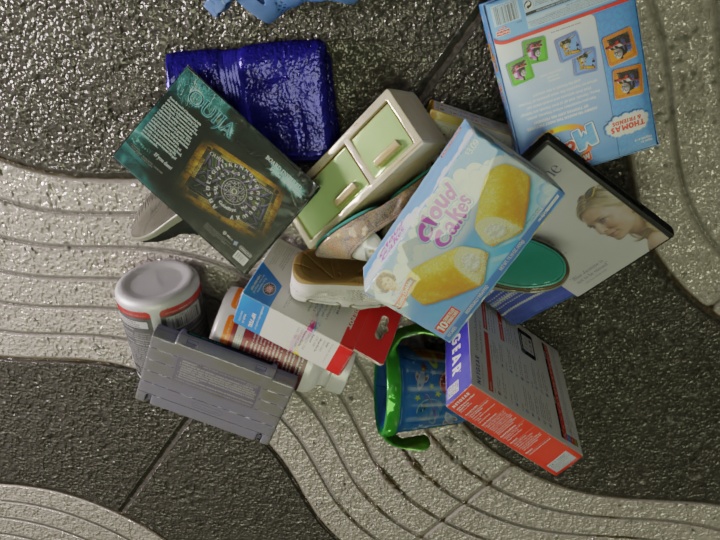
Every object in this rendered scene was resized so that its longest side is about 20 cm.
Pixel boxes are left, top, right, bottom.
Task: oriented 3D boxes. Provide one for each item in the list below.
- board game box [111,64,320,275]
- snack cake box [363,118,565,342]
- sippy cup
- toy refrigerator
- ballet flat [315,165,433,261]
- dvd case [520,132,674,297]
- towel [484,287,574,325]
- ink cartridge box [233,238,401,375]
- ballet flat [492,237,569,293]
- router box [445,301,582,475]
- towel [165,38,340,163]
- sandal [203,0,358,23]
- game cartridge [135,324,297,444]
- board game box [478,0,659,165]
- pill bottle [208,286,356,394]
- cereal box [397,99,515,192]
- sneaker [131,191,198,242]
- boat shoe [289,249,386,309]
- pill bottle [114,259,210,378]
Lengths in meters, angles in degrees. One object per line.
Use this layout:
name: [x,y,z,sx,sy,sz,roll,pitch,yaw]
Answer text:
board game box: [-0.162,-0.112,0.714,0.200,0.028,0.135,42,93,-5]
snack cake box: [0.101,-0.039,0.659,0.114,0.067,0.201,29,112,-13]
sippy cup: [0.091,0.172,0.910,0.128,0.141,0.179,3,148,-7]
toy refrigerator: [-0.002,-0.114,0.734,0.200,0.070,0.076,-39,76,32]
ballet flat: [0.039,-0.051,0.726,0.199,0.068,0.068,-32,75,11]
dvd case: [0.235,-0.055,0.719,0.199,0.018,0.143,31,134,-17]
towel: [0.188,-0.008,0.803,0.199,0.024,0.144,35,135,-23]
ink cartridge box: [-0.053,0.056,0.834,0.198,0.117,0.068,28,135,-2]
ballet flat: [0.145,-0.008,0.746,0.197,0.064,0.068,5,79,16]
router box: [0.195,0.138,0.827,0.178,0.201,0.049,34,121,-13]
towel: [-0.127,-0.190,0.746,0.197,0.050,0.149,-3,123,9]
sandal: [-0.093,-0.304,0.659,0.197,0.080,0.088,14,127,8]
game cartridge: [-0.195,0.155,0.850,0.198,0.039,0.131,22,118,-8]
board game box: [0.225,-0.209,0.673,0.149,0.037,0.202,-17,110,9]
pill bottle: [-0.110,0.106,0.894,0.198,0.113,0.114,20,123,-5]
cereal box: [0.154,-0.108,0.769,0.197,0.040,0.145,17,124,-5]
sneaker: [-0.210,-0.066,0.823,0.198,0.076,0.106,-17,148,35]
boat shoe: [0.007,0.016,0.800,0.197,0.072,0.070,5,141,-14]
pill bottle: [-0.276,0.097,0.907,0.114,0.116,0.202,2,123,5]
